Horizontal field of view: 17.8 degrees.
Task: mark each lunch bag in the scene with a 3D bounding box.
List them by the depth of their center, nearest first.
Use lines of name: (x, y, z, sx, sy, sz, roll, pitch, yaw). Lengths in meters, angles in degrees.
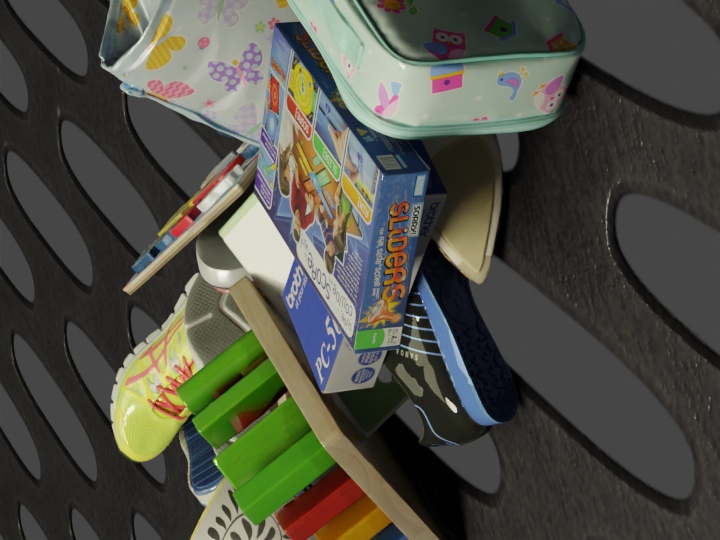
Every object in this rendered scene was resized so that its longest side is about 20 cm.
lunch bag: (0.039, -0.169, 1.477, 0.201, 0.159, 0.077, -120, 31, -41)
lunch bag: (-0.085, -0.202, 1.667, 0.127, 0.169, 0.201, 26, 95, 62)

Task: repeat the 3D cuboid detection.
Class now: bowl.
bowl: (-0.070, 0.238, 1.843, 0.094, 0.201, 0.202, 25, 132, 15)

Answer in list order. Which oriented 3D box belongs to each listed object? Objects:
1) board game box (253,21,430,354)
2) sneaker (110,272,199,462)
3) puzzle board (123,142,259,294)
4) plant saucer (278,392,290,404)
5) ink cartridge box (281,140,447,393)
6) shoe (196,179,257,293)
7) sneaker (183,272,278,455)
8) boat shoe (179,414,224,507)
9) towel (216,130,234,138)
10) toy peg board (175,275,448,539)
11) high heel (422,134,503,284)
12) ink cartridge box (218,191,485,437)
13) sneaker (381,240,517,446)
board game box: (-0.017, -0.058, 1.507, 0.200, 0.034, 0.136, -123, 35, -49)
sneaker: (-0.156, 0.087, 2.053, 0.201, 0.078, 0.090, -60, 28, 4)
puzzle board: (-0.112, -0.071, 1.863, 0.017, 0.151, 0.200, 42, 140, -9)
plant saucer: (-0.048, 0.113, 1.957, 0.200, 0.036, 0.202, 172, 90, -68)
ink cartridge box: (0.000, -0.016, 1.581, 0.201, 0.044, 0.094, 110, 145, -46)
shoe: (-0.085, -0.012, 1.879, 0.200, 0.071, 0.092, -70, -18, -60)
sneaker: (-0.107, 0.088, 1.956, 0.080, 0.070, 0.202, 71, -170, -68)
boat shoe: (-0.118, 0.170, 2.074, 0.073, 0.072, 0.200, 56, -165, -23)
towel: (-0.109, -0.222, 1.969, 0.112, 0.048, 0.201, -125, 35, -48)
toy peg board: (-0.041, 0.142, 1.737, 0.199, 0.098, 0.200, 51, -176, -42)
high heel: (0.056, -0.095, 1.626, 0.143, 0.071, 0.202, -106, -1, -81)
ink cartridge box: (0.000, 0.000, 1.712, 0.146, 0.048, 0.200, -45, 76, 31)
sneaker: (0.041, 0.027, 1.621, 0.078, 0.070, 0.202, -27, 77, 37)
